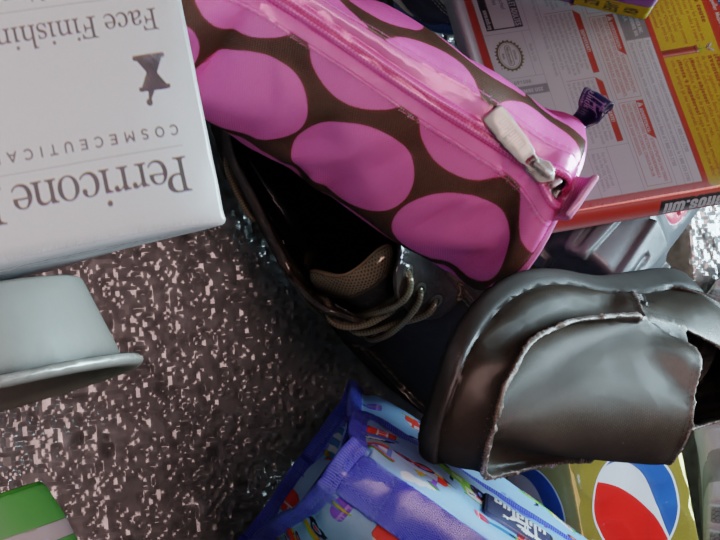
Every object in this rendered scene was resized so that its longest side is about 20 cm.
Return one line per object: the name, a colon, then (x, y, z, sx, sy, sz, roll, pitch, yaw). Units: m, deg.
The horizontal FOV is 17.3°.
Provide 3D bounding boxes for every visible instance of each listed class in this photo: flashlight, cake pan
flashlight: (0.144, -0.060, 1.043, 0.068, 0.068, 0.200, 47, 58, -11)
cake pan: (-0.177, 0.041, 0.833, 0.199, 0.200, 0.037, -12, 85, -31)

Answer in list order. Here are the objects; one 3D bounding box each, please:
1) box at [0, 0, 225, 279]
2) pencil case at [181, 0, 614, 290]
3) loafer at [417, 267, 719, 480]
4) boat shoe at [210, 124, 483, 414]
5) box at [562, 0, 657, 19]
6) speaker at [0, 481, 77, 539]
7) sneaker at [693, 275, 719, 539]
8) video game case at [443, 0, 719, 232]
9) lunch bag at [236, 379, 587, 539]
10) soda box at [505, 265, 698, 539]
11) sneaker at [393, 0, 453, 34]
box: (-0.185, -0.051, 0.836, 0.198, 0.200, 0.132, -13, 91, -32)
pencil case: (-0.006, -0.073, 0.904, 0.199, 0.094, 0.091, 28, 88, -18)
loafer: (0.098, 0.040, 0.921, 0.200, 0.071, 0.073, -15, 126, -50)
boat shoe: (0.000, 0.000, 1.004, 0.200, 0.074, 0.073, 49, 21, -9)
box: (0.034, -0.175, 0.934, 0.199, 0.176, 0.097, 12, 90, 2)
speaker: (-0.122, 0.184, 0.878, 0.088, 0.088, 0.201, -17, 87, -31)
sneaker: (0.188, 0.087, 1.134, 0.074, 0.082, 0.201, 6, 64, 9)
video game case: (0.144, -0.092, 1.018, 0.199, 0.017, 0.144, -10, 60, -9)
lunch bag: (0.040, 0.120, 0.925, 0.150, 0.200, 0.094, 35, 84, -3)
soda box: (0.099, 0.073, 1.074, 0.067, 0.064, 0.201, -12, 91, -33)
sneaker: (0.044, -0.208, 1.056, 0.077, 0.085, 0.201, 3, 84, -31)
